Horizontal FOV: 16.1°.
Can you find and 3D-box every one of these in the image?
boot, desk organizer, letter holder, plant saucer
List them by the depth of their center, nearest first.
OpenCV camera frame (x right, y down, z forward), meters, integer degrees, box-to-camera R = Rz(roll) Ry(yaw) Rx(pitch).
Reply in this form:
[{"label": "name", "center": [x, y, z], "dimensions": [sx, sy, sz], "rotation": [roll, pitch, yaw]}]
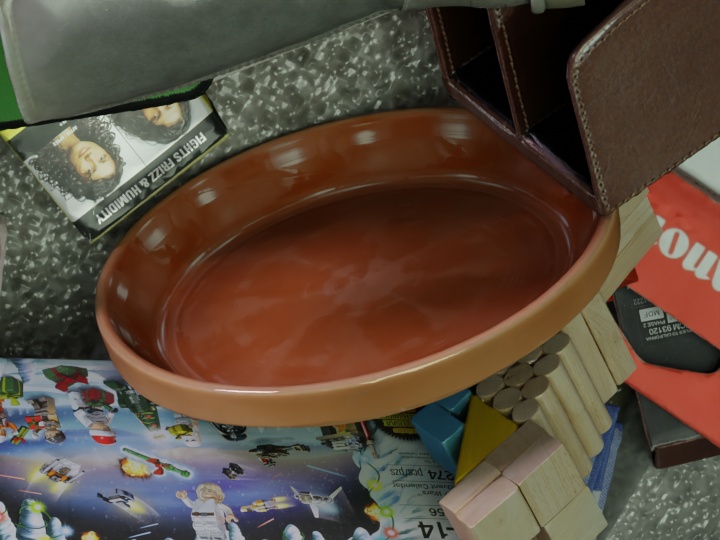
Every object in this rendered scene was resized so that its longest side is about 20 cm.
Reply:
[{"label": "boot", "center": [-0.032, -0.149, 0.836], "dimensions": [0.199, 0.073, 0.183], "rotation": [-6, 98, 6]}, {"label": "letter holder", "center": [0.124, -0.144, 0.924], "dimensions": [0.200, 0.101, 0.142], "rotation": [-34, 137, -15]}, {"label": "plant saucer", "center": [0.000, 0.000, 0.956], "dimensions": [0.200, 0.200, 0.032], "rotation": [-21, 120, -10]}, {"label": "desk organizer", "center": [0.213, 0.026, 1.091], "dimensions": [0.199, 0.077, 0.072], "rotation": [-13, 76, 3]}]

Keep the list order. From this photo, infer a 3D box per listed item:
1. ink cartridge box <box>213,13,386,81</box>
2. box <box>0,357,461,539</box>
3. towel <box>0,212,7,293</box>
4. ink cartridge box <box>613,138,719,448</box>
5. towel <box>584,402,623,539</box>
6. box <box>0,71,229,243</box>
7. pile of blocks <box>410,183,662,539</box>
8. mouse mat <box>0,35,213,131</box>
[{"label": "ink cartridge box", "center": [-0.026, -0.185, 0.917], "dimensions": [0.144, 0.084, 0.201], "rotation": [-22, 136, -10]}, {"label": "box", "center": [-0.055, 0.091, 0.927], "dimensions": [0.199, 0.137, 0.040], "rotation": [2, 131, -19]}, {"label": "towel", "center": [-0.240, 0.049, 0.947], "dimensions": [0.199, 0.032, 0.192], "rotation": [0, 131, -17]}, {"label": "ink cartridge box", "center": [0.156, -0.027, 1.031], "dimensions": [0.200, 0.044, 0.174], "rotation": [34, 90, 5]}, {"label": "towel", "center": [0.015, 0.128, 1.014], "dimensions": [0.146, 0.024, 0.201], "rotation": [18, 76, -4]}, {"label": "box", "center": [-0.137, -0.111, 0.962], "dimensions": [0.075, 0.050, 0.200], "rotation": [-37, 112, -1]}, {"label": "pile of blocks", "center": [0.065, 0.042, 0.970], "dimensions": [0.082, 0.200, 0.062], "rotation": [-8, 130, 28]}, {"label": "mouse mat", "center": [-0.152, -0.134, 0.895], "dimensions": [0.160, 0.008, 0.201], "rotation": [-7, 123, 21]}]
